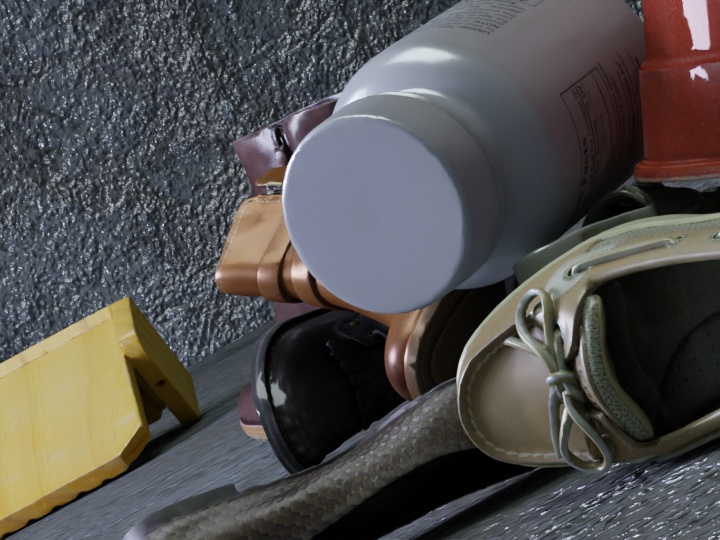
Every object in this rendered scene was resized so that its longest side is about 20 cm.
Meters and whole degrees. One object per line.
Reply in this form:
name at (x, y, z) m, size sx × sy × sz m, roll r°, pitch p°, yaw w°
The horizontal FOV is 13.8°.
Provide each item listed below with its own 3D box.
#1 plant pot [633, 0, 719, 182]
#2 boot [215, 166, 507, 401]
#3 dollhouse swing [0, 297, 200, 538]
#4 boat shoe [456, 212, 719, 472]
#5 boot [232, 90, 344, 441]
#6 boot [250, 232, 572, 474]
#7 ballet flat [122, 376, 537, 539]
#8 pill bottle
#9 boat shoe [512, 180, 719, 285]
plant pot at (0.201, -0.152, 1.288) m, size 0.200 × 0.196 × 0.201 m, roll -10°, pitch 5°, yaw 1°
boot at (0.000, 0.000, 1.429) m, size 0.155 × 0.077 × 0.200 m, roll 2°, pitch 36°, yaw 19°
dollhouse swing at (-0.223, 0.152, 2.306) m, size 0.200 × 0.176 × 0.182 m, roll -28°, pitch -39°, yaw 5°
boat shoe at (0.100, 0.021, 0.926) m, size 0.200 × 0.073 × 0.063 m, roll -17°, pitch 4°, yaw 39°
boot at (-0.027, -0.002, 1.679) m, size 0.200 × 0.167 × 0.072 m, roll -26°, pitch 3°, yaw 43°
boot at (0.050, 0.026, 1.498) m, size 0.174 × 0.069 × 0.200 m, roll -18°, pitch 15°, yaw 30°
ballet flat at (0.010, 0.081, 1.062) m, size 0.200 × 0.046 × 0.067 m, roll -23°, pitch -29°, yaw 4°
pill bottle at (0.050, -0.056, 1.324) m, size 0.114 × 0.114 × 0.200 m, roll -27°, pitch 6°, yaw 34°
boat shoe at (0.129, -0.010, 1.313) m, size 0.072 × 0.062 × 0.200 m, roll -27°, pitch 3°, yaw 29°
